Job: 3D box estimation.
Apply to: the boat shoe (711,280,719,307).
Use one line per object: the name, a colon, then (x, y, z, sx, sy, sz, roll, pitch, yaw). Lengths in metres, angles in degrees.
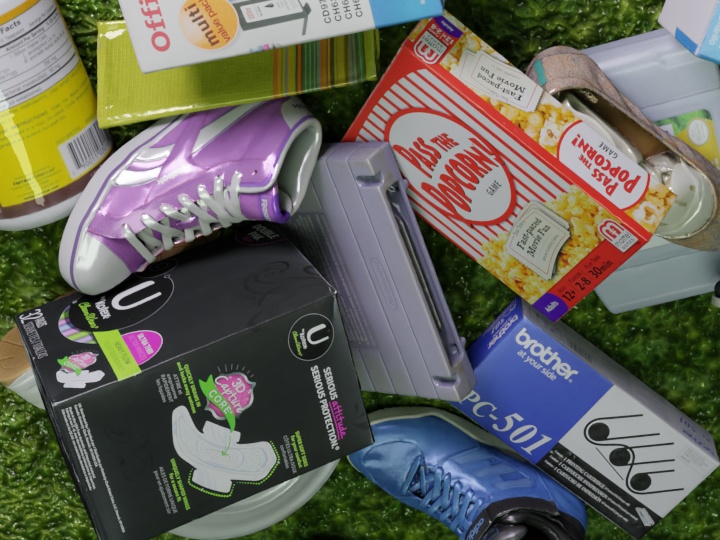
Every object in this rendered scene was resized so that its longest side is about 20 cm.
boat shoe: (0.338, -0.013, 1.171, 0.197, 0.075, 0.067, -7, 104, -6)

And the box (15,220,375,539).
box: (-0.114, 0.074, 1.147, 0.198, 0.149, 0.126, -20, 118, -13)

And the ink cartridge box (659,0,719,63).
ink cartridge box: (0.311, -0.178, 1.032, 0.198, 0.147, 0.146, 18, 105, -5)

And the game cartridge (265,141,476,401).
game cartridge: (0.000, 0.000, 1.201, 0.129, 0.038, 0.202, 7, 127, 45)

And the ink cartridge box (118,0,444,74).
ink cartridge box: (-0.055, -0.231, 1.053, 0.197, 0.145, 0.149, -10, 118, 10)

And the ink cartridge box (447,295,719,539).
ink cartridge box: (0.168, 0.112, 1.276, 0.199, 0.044, 0.094, 36, 113, -14)

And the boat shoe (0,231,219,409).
boat shoe: (-0.178, 0.037, 1.253, 0.199, 0.071, 0.069, -30, 132, 12)

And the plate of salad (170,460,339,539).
plate of salad: (-0.100, 0.113, 1.283, 0.198, 0.048, 0.202, -8, 114, -18)

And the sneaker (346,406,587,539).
sneaker: (0.081, 0.177, 1.278, 0.198, 0.112, 0.077, 22, 118, -7)

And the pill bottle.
pill bottle: (-0.245, -0.136, 1.138, 0.108, 0.110, 0.202, -14, 116, 11)

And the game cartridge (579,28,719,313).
game cartridge: (0.202, -0.066, 1.185, 0.132, 0.041, 0.202, -12, 116, 15)

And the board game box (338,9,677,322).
board game box: (0.092, -0.067, 1.119, 0.199, 0.046, 0.152, 38, 152, 0)

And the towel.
towel: (-0.085, -0.150, 1.136, 0.197, 0.087, 0.018, -9, 151, 9)

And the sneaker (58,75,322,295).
sneaker: (-0.110, -0.047, 1.128, 0.201, 0.114, 0.073, -48, 145, -4)

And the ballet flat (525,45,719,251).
ballet flat: (0.185, -0.068, 1.128, 0.199, 0.067, 0.068, 37, 115, -15)
